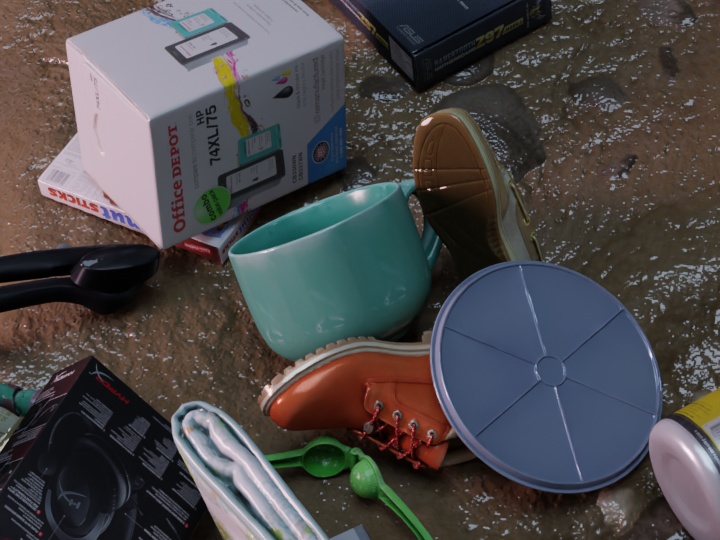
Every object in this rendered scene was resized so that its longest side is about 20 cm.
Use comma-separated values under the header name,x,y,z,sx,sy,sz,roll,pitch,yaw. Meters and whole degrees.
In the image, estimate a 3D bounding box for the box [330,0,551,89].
name,x,y,z,sx,sy,sz,roll,pitch,yaw
box,0.064,-0.277,1.963,0.157,0.051,0.200,-28,52,-16

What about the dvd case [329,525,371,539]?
name,x,y,z,sx,sy,sz,roll,pitch,yaw
dvd case,-0.057,0.291,1.536,0.199,0.025,0.151,-23,51,-11

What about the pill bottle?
name,x,y,z,sx,sy,sz,roll,pitch,yaw
pill bottle,0.328,0.123,1.557,0.199,0.112,0.112,-26,52,-13

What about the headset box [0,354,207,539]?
name,x,y,z,sx,sy,sz,roll,pitch,yaw
headset box,-0.215,0.192,1.557,0.077,0.149,0.201,-24,30,54

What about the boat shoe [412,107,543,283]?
name,x,y,z,sx,sy,sz,roll,pitch,yaw
boat shoe,0.100,-0.050,1.691,0.074,0.201,0.066,-3,30,31

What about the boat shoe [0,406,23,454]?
name,x,y,z,sx,sy,sz,roll,pitch,yaw
boat shoe,-0.323,0.196,1.594,0.062,0.073,0.201,27,90,0

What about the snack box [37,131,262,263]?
name,x,y,z,sx,sy,sz,roll,pitch,yaw
snack box,-0.190,-0.069,1.849,0.199,0.024,0.072,20,54,23

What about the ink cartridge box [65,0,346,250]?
name,x,y,z,sx,sy,sz,roll,pitch,yaw
ink cartridge box,-0.133,-0.145,1.797,0.199,0.147,0.146,-26,47,-25

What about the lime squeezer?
name,x,y,z,sx,sy,sz,roll,pitch,yaw
lime squeezer,-0.015,0.163,1.614,0.199,0.038,0.071,20,24,19

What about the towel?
name,x,y,z,sx,sy,sz,roll,pitch,yaw
towel,-0.061,0.205,1.481,0.048,0.172,0.200,-31,53,-14

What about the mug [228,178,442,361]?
name,x,y,z,sx,sy,sz,roll,pitch,yaw
mug,-0.004,0.004,1.681,0.184,0.115,0.152,-21,11,0

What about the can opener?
name,x,y,z,sx,sy,sz,roll,pitch,yaw
can opener,-0.272,0.005,1.747,0.198,0.079,0.064,-6,49,-21

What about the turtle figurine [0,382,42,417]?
name,x,y,z,sx,sy,sz,roll,pitch,yaw
turtle figurine,-0.347,0.108,1.687,0.199,0.101,0.150,21,60,15

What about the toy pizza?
name,x,y,z,sx,sy,sz,roll,pitch,yaw
toy pizza,0.146,0.086,1.631,0.199,0.032,0.202,9,61,-16

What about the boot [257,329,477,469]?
name,x,y,z,sx,sy,sz,roll,pitch,yaw
boot,0.021,0.111,1.619,0.198,0.075,0.108,-7,57,-21
